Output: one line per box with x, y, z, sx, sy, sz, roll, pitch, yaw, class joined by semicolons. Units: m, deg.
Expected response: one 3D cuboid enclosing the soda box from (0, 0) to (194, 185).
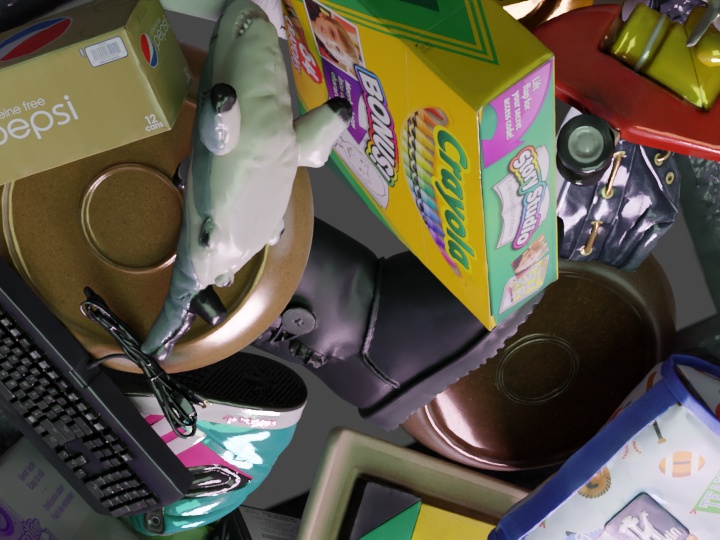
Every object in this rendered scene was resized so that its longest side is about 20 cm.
-0.196;-0.088;1.270;0.199;0.068;0.064;-16;115;17;soda box

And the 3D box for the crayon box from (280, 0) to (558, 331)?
0.031;-0.089;1.250;0.058;0.173;0.200;-34;149;-16;crayon box

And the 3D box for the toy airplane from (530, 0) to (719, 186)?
0.206;-0.102;1.230;0.199;0.200;0.142;14;85;-39;toy airplane

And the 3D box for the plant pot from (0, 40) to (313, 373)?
-0.126;-0.033;1.330;0.199;0.027;0.201;2;106;7;plant pot

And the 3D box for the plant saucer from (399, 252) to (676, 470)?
0.110;0.056;1.490;0.199;0.035;0.201;-6;126;-8;plant saucer

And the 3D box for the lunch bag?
0.189;0.147;1.479;0.170;0.124;0.200;-44;146;15;lunch bag

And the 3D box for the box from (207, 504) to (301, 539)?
-0.044;0.260;1.570;0.198;0.050;0.200;18;117;-29;box

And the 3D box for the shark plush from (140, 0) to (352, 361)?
-0.072;-0.044;1.278;0.091;0.083;0.201;-10;124;-34;shark plush

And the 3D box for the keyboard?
-0.167;0.062;1.349;0.127;0.021;0.200;-25;116;33;keyboard

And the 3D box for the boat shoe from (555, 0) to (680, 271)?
0.155;-0.088;1.379;0.090;0.071;0.201;11;128;-13;boat shoe

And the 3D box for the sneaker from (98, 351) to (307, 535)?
-0.143;0.101;1.440;0.199;0.084;0.121;12;121;-9;sneaker

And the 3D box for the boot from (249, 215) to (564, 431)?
0.000;0.000;1.371;0.168;0.077;0.200;30;132;-19;boot

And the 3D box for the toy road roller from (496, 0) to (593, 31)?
0.110;-0.198;1.269;0.199;0.123;0.146;-13;140;-2;toy road roller

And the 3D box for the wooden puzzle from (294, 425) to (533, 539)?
0.036;0.214;1.511;0.199;0.037;0.186;21;83;-31;wooden puzzle

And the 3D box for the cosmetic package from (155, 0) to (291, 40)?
-0.044;-0.228;1.251;0.082;0.051;0.201;14;120;-18;cosmetic package

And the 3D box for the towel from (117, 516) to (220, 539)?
-0.172;0.227;1.553;0.149;0.031;0.200;28;112;-30;towel

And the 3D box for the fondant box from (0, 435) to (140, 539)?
-0.169;0.208;1.421;0.200;0.144;0.058;43;108;-5;fondant box
